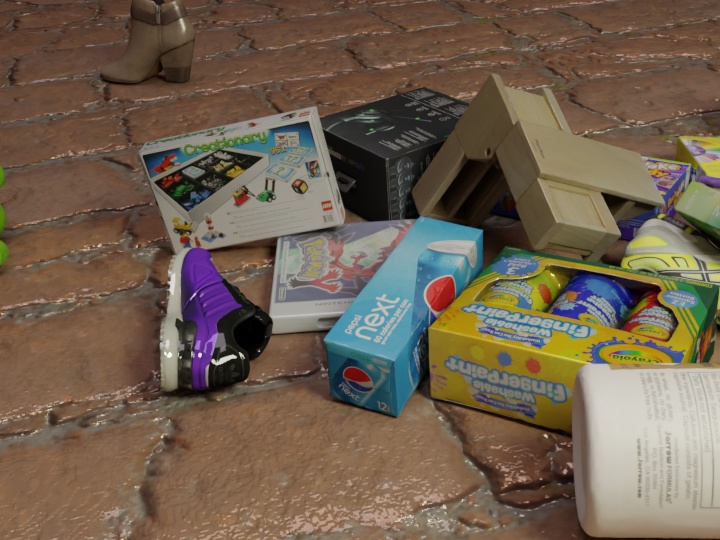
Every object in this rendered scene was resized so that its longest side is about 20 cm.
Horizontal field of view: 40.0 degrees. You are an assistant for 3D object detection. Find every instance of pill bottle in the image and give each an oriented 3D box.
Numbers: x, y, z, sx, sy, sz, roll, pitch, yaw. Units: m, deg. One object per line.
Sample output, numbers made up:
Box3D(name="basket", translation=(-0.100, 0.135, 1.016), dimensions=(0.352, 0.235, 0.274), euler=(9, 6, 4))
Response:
Box3D(name="pill bottle", translation=(0.245, 0.119, 0.657), dimensions=(0.197, 0.116, 0.115), euler=(-1, 27, 6))

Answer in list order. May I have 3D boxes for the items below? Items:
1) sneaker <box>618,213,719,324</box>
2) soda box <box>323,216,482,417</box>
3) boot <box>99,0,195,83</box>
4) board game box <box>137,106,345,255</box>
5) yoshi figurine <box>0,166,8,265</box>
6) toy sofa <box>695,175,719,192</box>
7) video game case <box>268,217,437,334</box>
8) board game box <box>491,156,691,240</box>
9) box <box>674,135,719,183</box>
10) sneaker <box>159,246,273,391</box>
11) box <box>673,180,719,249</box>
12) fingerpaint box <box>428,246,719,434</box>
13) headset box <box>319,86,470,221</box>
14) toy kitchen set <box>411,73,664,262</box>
Box3D(name="sneaker", translation=(0.324, 0.024, 0.899), dimensions=(0.077, 0.076, 0.199), euler=(-47, 44, -9))
Box3D(name="soda box", translation=(0.044, 0.034, 0.874), dimensions=(0.067, 0.065, 0.200), euler=(13, 40, 23))
Box3D(name="boot", translation=(-0.372, -0.401, 1.703), dimensions=(0.197, 0.148, 0.070), euler=(4, 30, 15))
Box3D(name="board game box", translation=(-0.126, -0.094, 1.068), dimensions=(0.197, 0.128, 0.035), euler=(-9, 26, 12))
Box3D(name="yoshi figurine", translation=(-0.453, -0.037, 1.109), dimensions=(0.112, 0.112, 0.201), euler=(-34, 25, 38))
Box3D(name="toy sofa", translation=(0.387, -0.077, 0.874), dimensions=(0.097, 0.083, 0.200), euler=(31, 5, -8))
Box3D(name="video game case", translation=(0.000, 0.000, 1.020), dimensions=(0.180, 0.023, 0.201), euler=(-4, 27, 0))
Box3D(name="board game box", translation=(0.262, -0.095, 1.140), dimensions=(0.198, 0.045, 0.134), euler=(13, 32, 30))
Box3D(name="box", translation=(0.438, -0.110, 1.139), dimensions=(0.116, 0.049, 0.201), euler=(0, 30, 2))
Box3D(name="sneaker", translation=(-0.130, 0.046, 0.913), dimensions=(0.098, 0.070, 0.201), euler=(1, 31, -6))
Box3D(name="box", translation=(0.389, -0.006, 0.869), dimensions=(0.144, 0.037, 0.200), euler=(29, 4, -40))
Box3D(name="fingerpaint box", translation=(0.180, 0.058, 0.828), dimensions=(0.198, 0.074, 0.167), euler=(12, 31, 29))
Box3D(name="headset box", translation=(0.054, -0.139, 1.201), dimensions=(0.198, 0.094, 0.174), euler=(-21, 32, -29))
Box3D(name="toy kitchen set", translation=(0.185, -0.058, 1.024), dimensions=(0.161, 0.181, 0.202), euler=(9, 47, -28))
